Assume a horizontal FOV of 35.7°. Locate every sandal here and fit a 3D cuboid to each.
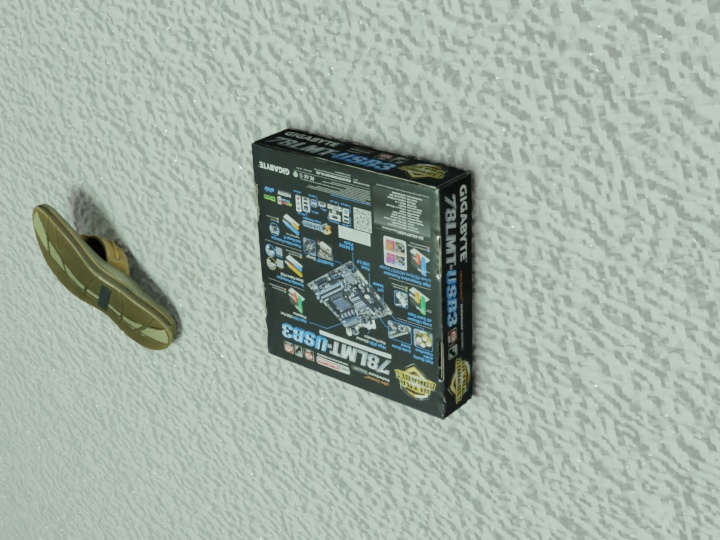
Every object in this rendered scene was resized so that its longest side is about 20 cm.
[{"bbox_3d":[-0.265,0.003,1.177,0.199,0.054,0.080,39,140,3],"label":"sandal"}]

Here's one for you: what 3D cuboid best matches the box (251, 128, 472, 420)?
[{"bbox_3d":[0.000,0.000,0.918,0.199,0.050,0.201,17,122,37],"label":"box"}]
